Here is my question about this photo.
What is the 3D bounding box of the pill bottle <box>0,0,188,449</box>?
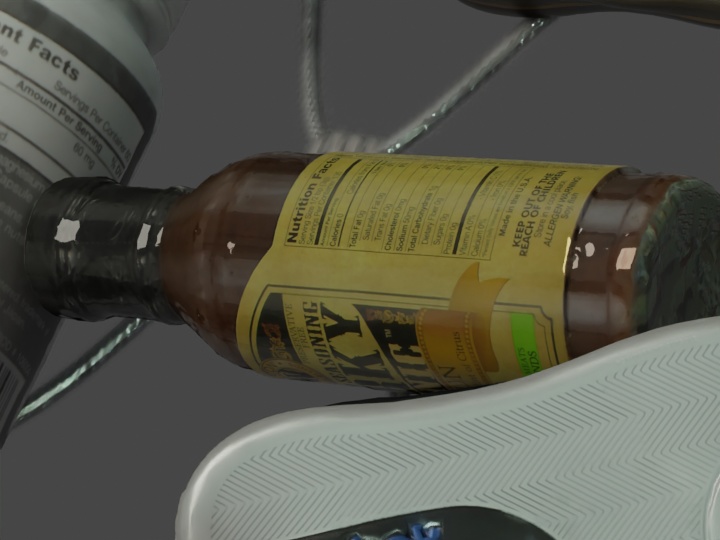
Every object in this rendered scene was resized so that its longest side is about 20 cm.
[{"bbox_3d":[-0.127,-0.033,0.870,0.114,0.114,0.200,8,64,39],"label":"pill bottle"}]

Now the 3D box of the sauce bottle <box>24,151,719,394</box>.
[{"bbox_3d":[0.000,0.000,0.783,0.199,0.065,0.065,4,63,33],"label":"sauce bottle"}]

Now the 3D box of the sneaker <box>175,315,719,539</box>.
[{"bbox_3d":[0.056,0.054,0.711,0.199,0.112,0.073,-3,84,-2],"label":"sneaker"}]

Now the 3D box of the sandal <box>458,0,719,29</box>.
[{"bbox_3d":[0.092,-0.113,0.810,0.199,0.055,0.082,5,64,38],"label":"sandal"}]
